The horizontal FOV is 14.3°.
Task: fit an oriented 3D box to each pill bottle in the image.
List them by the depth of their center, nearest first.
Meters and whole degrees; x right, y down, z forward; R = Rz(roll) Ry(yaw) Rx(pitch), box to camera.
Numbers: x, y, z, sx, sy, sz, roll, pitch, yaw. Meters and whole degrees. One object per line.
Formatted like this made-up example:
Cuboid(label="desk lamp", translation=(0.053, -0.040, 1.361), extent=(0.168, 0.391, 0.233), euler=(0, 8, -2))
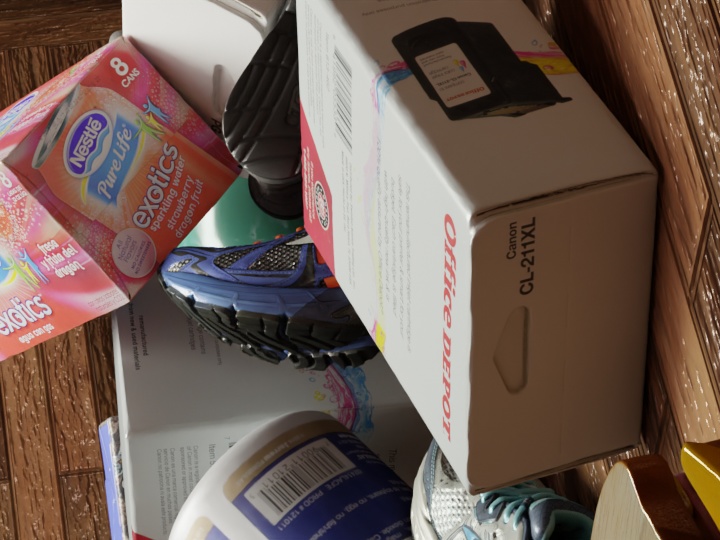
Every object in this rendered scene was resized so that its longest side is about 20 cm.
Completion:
Cuboid(label="pill bottle", translation=(0.010, 0.169, 1.359), extent=(0.200, 0.115, 0.116), euler=(42, 151, 27))

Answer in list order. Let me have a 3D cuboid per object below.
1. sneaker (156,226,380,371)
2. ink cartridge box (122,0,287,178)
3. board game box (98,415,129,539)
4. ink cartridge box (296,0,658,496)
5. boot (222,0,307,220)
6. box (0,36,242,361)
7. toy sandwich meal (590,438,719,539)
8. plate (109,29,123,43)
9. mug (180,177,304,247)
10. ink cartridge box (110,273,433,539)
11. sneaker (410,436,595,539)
Cuboid(label="sneaker", translation=(0.000, 0.000, 1.355), extent=(0.075, 0.199, 0.079), euler=(58, -144, -61))
Cuboid(label="ink cartridge box", translation=(-0.037, -0.169, 1.440), extent=(0.200, 0.084, 0.145), euler=(-58, -13, -28))
Cuboid(label="board game box", translation=(-0.050, 0.123, 1.703), extent=(0.159, 0.199, 0.097), euler=(148, 115, -82))
Cuboid(label="ink cartridge box", translation=(0.045, -0.027, 1.200), extent=(0.200, 0.082, 0.146), euler=(-122, 25, -48))
Cuboid(label="boot", translation=(-0.001, -0.122, 1.358), extent=(0.200, 0.070, 0.132), euler=(-53, -6, -2))
Cuboid(label="box", translation=(-0.161, -0.030, 1.463), extent=(0.095, 0.103, 0.200), euler=(48, 150, -12))
Cuboid(label="toy sandwich meal", translation=(0.125, 0.140, 0.895), extent=(0.205, 0.070, 0.207), euler=(174, 90, -82))
Cuboid(label="plate", translation=(-0.057, -0.056, 1.768), extent=(0.032, 0.199, 0.201), euler=(-16, 84, 42))
Cuboid(label="mug", translation=(-0.034, -0.034, 1.631), extent=(0.185, 0.151, 0.115), euler=(91, 171, -85))
Cuboid(label="ink cartridge box", translation=(-0.027, 0.082, 1.518), extent=(0.145, 0.199, 0.146), euler=(-101, 9, -50))
Cuboid(label="sneaker", translation=(0.082, 0.125, 1.272), extent=(0.200, 0.077, 0.087), euler=(-115, 31, -47))
